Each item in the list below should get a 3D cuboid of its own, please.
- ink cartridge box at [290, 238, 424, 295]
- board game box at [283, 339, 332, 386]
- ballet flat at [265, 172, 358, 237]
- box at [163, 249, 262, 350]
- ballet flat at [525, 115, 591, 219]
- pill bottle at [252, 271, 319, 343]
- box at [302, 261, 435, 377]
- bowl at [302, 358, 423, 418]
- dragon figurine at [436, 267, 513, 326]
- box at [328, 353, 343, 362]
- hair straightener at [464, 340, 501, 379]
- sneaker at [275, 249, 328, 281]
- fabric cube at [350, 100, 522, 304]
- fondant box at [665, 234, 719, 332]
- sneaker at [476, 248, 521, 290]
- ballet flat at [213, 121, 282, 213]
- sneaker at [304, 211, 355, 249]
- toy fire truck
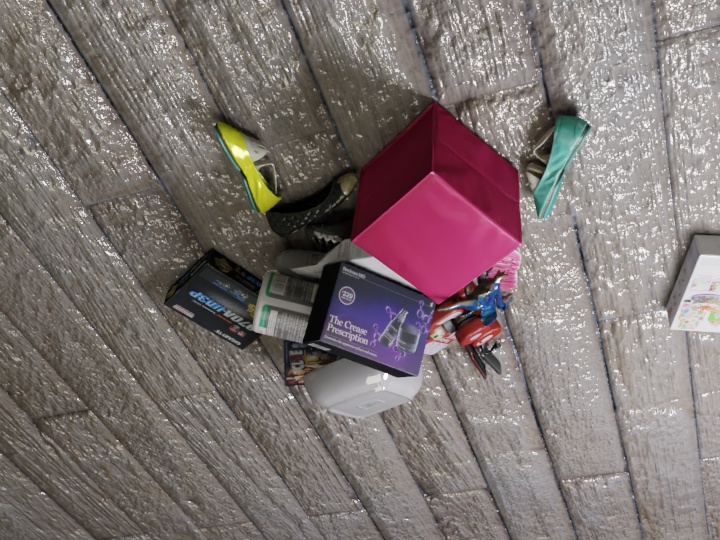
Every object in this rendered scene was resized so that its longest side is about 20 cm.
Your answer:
[{"bbox_3d":[0.000,0.000,1.493,0.198,0.058,0.162,-2,154,41],"label":"ink cartridge box"},{"bbox_3d":[-0.090,0.172,1.692,0.134,0.035,0.201,-2,146,-5],"label":"board game box"},{"bbox_3d":[-0.087,-0.120,1.470,0.199,0.067,0.057,-28,114,27],"label":"ballet flat"},{"bbox_3d":[-0.268,0.062,1.674,0.199,0.046,0.159,35,127,-26],"label":"box"},{"bbox_3d":[0.315,-0.176,1.387,0.070,0.067,0.201,28,135,12],"label":"ballet flat"},{"bbox_3d":[-0.089,0.079,1.514,0.198,0.114,0.114,14,134,-2],"label":"pill bottle"},{"bbox_3d":[0.017,0.087,1.436,0.198,0.143,0.079,22,162,-24],"label":"box"},{"bbox_3d":[0.012,0.220,1.583,0.198,0.075,0.200,-23,153,22],"label":"bowl"},{"bbox_3d":[0.207,0.057,1.441,0.058,0.200,0.100,20,129,30],"label":"dragon figurine"},{"bbox_3d":[0.038,0.156,1.648,0.157,0.051,0.200,-32,152,6],"label":"box"},{"bbox_3d":[0.250,0.146,1.721,0.076,0.041,0.201,-19,125,22],"label":"hair straightener"},{"bbox_3d":[-0.058,-0.017,1.557,0.197,0.076,0.100,8,146,-15],"label":"sneaker"},{"bbox_3d":[0.125,-0.109,1.367,0.198,0.201,0.196,34,129,-22],"label":"fabric cube"},{"bbox_3d":[0.666,0.028,1.546,0.142,0.059,0.201,3,133,2],"label":"fondant box"},{"bbox_3d":[0.255,-0.027,1.525,0.073,0.088,0.200,5,157,3],"label":"sneaker"},{"bbox_3d":[-0.185,-0.183,1.427,0.066,0.067,0.201,-23,134,-2],"label":"ballet flat"},{"bbox_3d":[0.000,-0.076,1.499,0.197,0.092,0.067,9,170,6],"label":"sneaker"},{"bbox_3d":[0.159,0.107,1.570,0.167,0.113,0.200,-36,161,17],"label":"toy fire truck"}]
